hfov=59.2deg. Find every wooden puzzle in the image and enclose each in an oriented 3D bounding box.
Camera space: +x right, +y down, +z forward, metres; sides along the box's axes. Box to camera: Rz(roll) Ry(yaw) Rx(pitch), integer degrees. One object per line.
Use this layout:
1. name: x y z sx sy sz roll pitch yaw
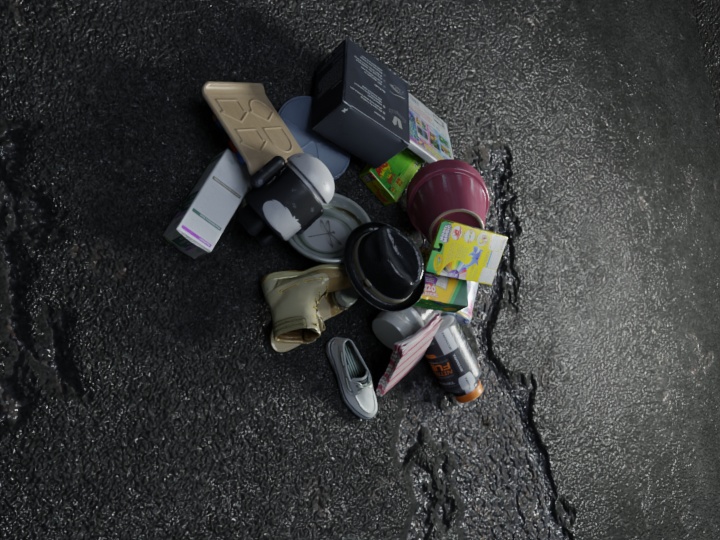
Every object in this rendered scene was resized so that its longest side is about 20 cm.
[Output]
1. wooden puzzle: -0.217 -0.283 1.281 0.185 0.046 0.200 -23 83 -56

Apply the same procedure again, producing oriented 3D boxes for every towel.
1. towel: 0.105 0.187 1.412 0.030 0.200 0.146 42 52 19

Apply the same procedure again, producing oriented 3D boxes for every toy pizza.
1. toy pizza: -0.107 -0.291 1.419 0.200 0.032 0.201 8 76 -34

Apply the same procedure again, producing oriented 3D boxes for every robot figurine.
1. robot figurine: -0.145 -0.140 1.244 0.200 0.150 0.125 -42 87 -2

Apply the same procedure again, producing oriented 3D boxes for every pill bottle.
1. pill bottle: 0.122 0.086 1.469 0.200 0.114 0.114 -44 108 -33
2. pill bottle: 0.221 0.217 1.524 0.106 0.106 0.200 -36 103 -35

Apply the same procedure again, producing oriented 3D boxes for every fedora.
1. fedora: 0.066 -0.020 1.290 0.200 0.092 0.201 10 67 -24

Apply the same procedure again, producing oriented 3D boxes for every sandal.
1. sandal: -0.096 0.097 1.335 0.211 0.070 0.078 -33 101 -35

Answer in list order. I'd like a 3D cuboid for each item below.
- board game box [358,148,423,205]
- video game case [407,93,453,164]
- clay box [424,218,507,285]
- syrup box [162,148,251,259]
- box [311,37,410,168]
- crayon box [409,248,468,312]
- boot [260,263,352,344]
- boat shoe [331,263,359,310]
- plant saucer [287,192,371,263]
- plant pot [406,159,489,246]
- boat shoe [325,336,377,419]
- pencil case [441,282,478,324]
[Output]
1. board game box: 0.088 -0.265 1.547 0.102 0.048 0.200 46 58 -20
2. video game case: 0.162 -0.340 1.573 0.200 0.024 0.183 27 47 -42
3. clay box: 0.218 -0.041 1.360 0.199 0.048 0.115 11 101 -36
4. syrup box: -0.290 -0.128 1.227 0.081 0.079 0.200 38 62 -24
5. box: 0.003 -0.372 1.427 0.196 0.117 0.201 26 51 -34
6. crayon box: 0.139 0.018 1.403 0.199 0.058 0.119 9 67 -24
7. boot: -0.090 0.067 1.278 0.199 0.073 0.156 -6 51 -17
8. boat shoe: 0.000 0.000 1.403 0.075 0.068 0.200 45 48 -22
9. plant saucer: -0.074 -0.083 1.365 0.199 0.050 0.201 8 51 -10
10. plant pot: 0.211 -0.133 1.481 0.200 0.200 0.179 39 25 -24
11. boat shoe: -0.011 0.237 1.375 0.073 0.067 0.200 -37 104 -34
12. pencil case: 0.250 0.036 1.590 0.091 0.083 0.201 43 57 -47
